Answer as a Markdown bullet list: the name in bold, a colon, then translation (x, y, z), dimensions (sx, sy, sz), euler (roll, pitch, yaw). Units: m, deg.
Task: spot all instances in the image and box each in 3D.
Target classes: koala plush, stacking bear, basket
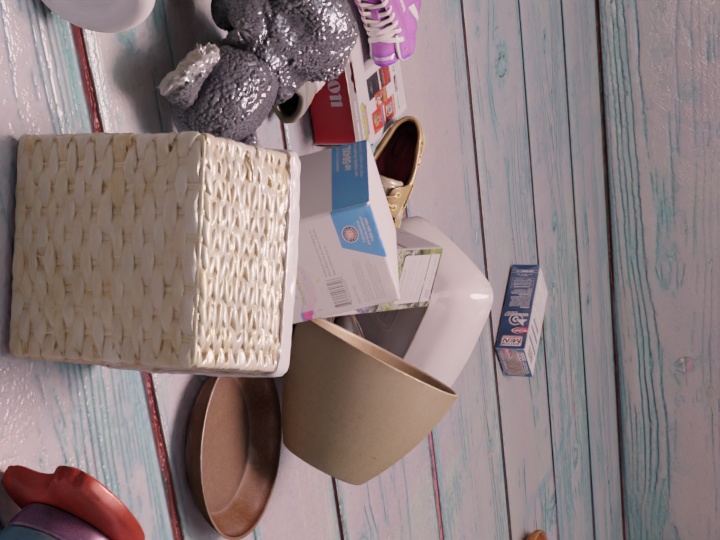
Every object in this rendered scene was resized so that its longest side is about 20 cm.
- **koala plush**: translation (-0.118, -0.198, 1.319), dimensions (0.200, 0.183, 0.178), euler (-59, 146, -32)
- **stacking bear**: translation (-0.259, 0.262, 1.030), dimensions (0.114, 0.121, 0.200), euler (48, 54, -29)
- **basket**: translation (-0.172, -0.011, 1.124), dimensions (0.161, 0.198, 0.201), euler (6, 86, -66)

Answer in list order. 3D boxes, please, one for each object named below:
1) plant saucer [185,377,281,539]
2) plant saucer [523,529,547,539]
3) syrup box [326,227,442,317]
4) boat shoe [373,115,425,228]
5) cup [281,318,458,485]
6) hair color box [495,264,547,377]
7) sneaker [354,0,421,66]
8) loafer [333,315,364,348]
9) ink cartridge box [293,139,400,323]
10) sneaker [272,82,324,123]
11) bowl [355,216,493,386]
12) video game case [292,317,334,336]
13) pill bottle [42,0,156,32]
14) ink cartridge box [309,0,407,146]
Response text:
- **plant saucer**: translation (-0.139, 0.186, 1.446), dimensions (0.200, 0.037, 0.201), euler (1, 90, -71)
- **plant saucer**: translation (0.356, 0.639, 2.814), dimensions (0.200, 0.037, 0.201), euler (0, 90, -70)
- **syrup box**: translation (0.000, 0.000, 1.587), dimensions (0.200, 0.081, 0.079), euler (-4, 113, -48)
- **boat shoe**: translation (0.028, -0.103, 1.688), dimensions (0.066, 0.074, 0.200), euler (90, 17, -75)
- **cup**: translation (-0.010, 0.156, 1.527), dimensions (0.144, 0.200, 0.200), euler (-63, 158, 1)
- **hair color box**: translation (0.315, 0.096, 2.633), dimensions (0.100, 0.060, 0.200), euler (66, 32, -49)
- **sneaker**: translation (0.027, -0.300, 1.586), dimensions (0.200, 0.072, 0.115), euler (1, 93, -67)
- **loafer**: translation (-0.008, 0.117, 1.719), dimensions (0.200, 0.072, 0.063), euler (82, 11, -62)
- **ink cartridge box**: translation (-0.071, -0.032, 1.409), dimensions (0.125, 0.199, 0.129), euler (-90, 166, -53)
- **sneaker**: translation (-0.092, -0.241, 1.500), dimensions (0.200, 0.074, 0.080), euler (62, 41, -54)
- **bowl**: translation (0.057, 0.050, 1.732), dimensions (0.075, 0.200, 0.200), euler (1, 125, -41)
- **video game case**: translation (-0.077, 0.056, 1.632), dimensions (0.200, 0.017, 0.143), euler (56, 40, -58)
- **pill bottle**: translation (-0.198, -0.305, 1.147), dimensions (0.112, 0.112, 0.200), euler (68, 30, -47)
- **ink cartridge box**: translation (-0.020, -0.261, 1.671), dimensions (0.176, 0.084, 0.200), euler (-52, 138, -55)
